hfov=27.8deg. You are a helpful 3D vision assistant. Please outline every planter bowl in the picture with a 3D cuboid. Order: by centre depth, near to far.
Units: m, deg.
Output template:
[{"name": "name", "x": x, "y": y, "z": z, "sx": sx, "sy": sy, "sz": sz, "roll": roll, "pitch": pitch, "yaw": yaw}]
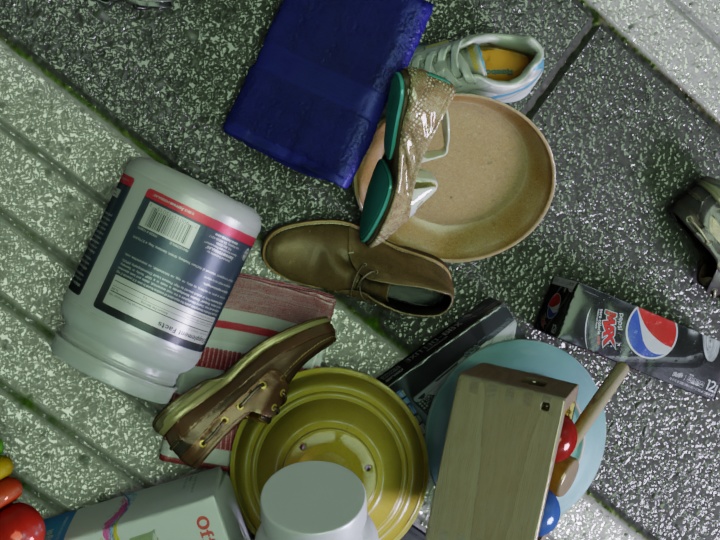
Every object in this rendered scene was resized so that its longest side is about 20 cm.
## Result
[{"name": "planter bowl", "x": -0.031, "y": 0.196, "z": 1.412, "sx": 0.199, "sy": 0.083, "sz": 0.202, "roll": 0, "pitch": 88, "yaw": -1}]

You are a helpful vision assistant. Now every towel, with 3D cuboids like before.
[{"name": "towel", "x": -0.030, "y": -0.192, "z": 1.405, "sx": 0.147, "sy": 0.050, "sz": 0.201, "roll": 27, "pitch": 92, "yaw": 19}, {"name": "towel", "x": -0.113, "y": 0.106, "z": 1.459, "sx": 0.143, "sy": 0.023, "sz": 0.201, "roll": 12, "pitch": 94, "yaw": -15}]

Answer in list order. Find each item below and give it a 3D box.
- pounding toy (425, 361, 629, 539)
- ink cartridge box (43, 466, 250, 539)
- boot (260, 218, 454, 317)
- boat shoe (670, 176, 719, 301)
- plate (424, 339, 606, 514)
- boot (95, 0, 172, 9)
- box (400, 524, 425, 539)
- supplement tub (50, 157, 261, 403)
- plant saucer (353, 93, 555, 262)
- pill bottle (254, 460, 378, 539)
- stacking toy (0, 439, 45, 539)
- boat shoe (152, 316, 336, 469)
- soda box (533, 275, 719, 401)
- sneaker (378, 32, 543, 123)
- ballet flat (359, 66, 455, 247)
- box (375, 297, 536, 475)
[{"name": "pounding toy", "x": 0.164, "y": 0.169, "z": 1.389, "sx": 0.141, "sy": 0.200, "sz": 0.185, "roll": 12, "pitch": 93, "yaw": 13}, {"name": "ink cartridge box", "x": -0.205, "y": 0.293, "z": 1.400, "sx": 0.199, "sy": 0.085, "sz": 0.145, "roll": -18, "pitch": 101, "yaw": 2}, {"name": "boot", "x": 0.000, "y": 0.000, "z": 1.444, "sx": 0.199, "sy": 0.076, "sz": 0.074, "roll": 13, "pitch": 109, "yaw": -9}, {"name": "boat shoe", "x": 0.396, "y": -0.002, "z": 1.565, "sx": 0.073, "sy": 0.074, "sz": 0.201, "roll": -29, "pitch": 95, "yaw": 0}, {"name": "plate", "x": 0.163, "y": 0.171, "z": 1.487, "sx": 0.199, "sy": 0.026, "sz": 0.201, "roll": -2, "pitch": 96, "yaw": -15}, {"name": "boot", "x": -0.256, "y": -0.321, "z": 1.349, "sx": 0.199, "sy": 0.068, "sz": 0.131, "roll": 16, "pitch": 98, "yaw": -15}, {"name": "box", "x": -0.022, "y": 0.330, "z": 1.498, "sx": 0.198, "sy": 0.050, "sz": 0.200, "roll": 37, "pitch": 87, "yaw": -15}, {"name": "supplement tub", "x": -0.192, "y": 0.008, "z": 1.364, "sx": 0.140, "sy": 0.140, "sz": 0.201, "roll": 26, "pitch": 90, "yaw": -16}, {"name": "plant saucer", "x": 0.093, "y": -0.098, "z": 1.444, "sx": 0.199, "sy": 0.036, "sz": 0.201, "roll": 1, "pitch": 128, "yaw": 2}, {"name": "pill bottle", "x": -0.039, "y": 0.278, "z": 1.327, "sx": 0.115, "sy": 0.116, "sz": 0.201, "roll": -12, "pitch": 127, "yaw": -13}, {"name": "stacking toy", "x": -0.355, "y": 0.177, "z": 1.341, "sx": 0.085, "sy": 0.085, "sz": 0.200, "roll": -33, "pitch": 86, "yaw": -9}, {"name": "boat shoe", "x": -0.102, "y": 0.117, "z": 1.402, "sx": 0.200, "sy": 0.072, "sz": 0.068, "roll": -34, "pitch": 81, "yaw": -16}, {"name": "soda box", "x": 0.290, "y": 0.072, "z": 1.537, "sx": 0.199, "sy": 0.071, "sz": 0.064, "roll": 21, "pitch": 90, "yaw": -16}, {"name": "sneaker", "x": 0.083, "y": -0.197, "z": 1.434, "sx": 0.199, "sy": 0.081, "sz": 0.077, "roll": -12, "pitch": 80, "yaw": -10}, {"name": "ballet flat", "x": 0.048, "y": -0.101, "z": 1.382, "sx": 0.065, "sy": 0.071, "sz": 0.201, "roll": 3, "pitch": 132, "yaw": -15}, {"name": "box", "x": 0.130, "y": 0.155, "z": 1.515, "sx": 0.157, "sy": 0.050, "sz": 0.200, "roll": -34, "pitch": 103, "yaw": -9}]
